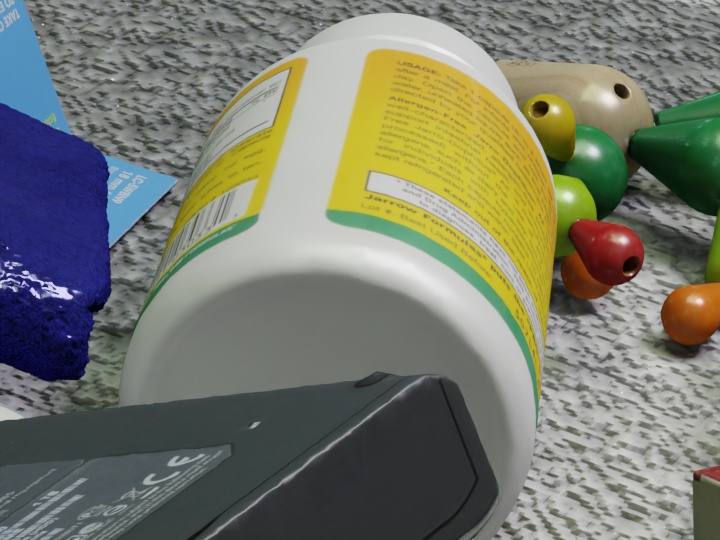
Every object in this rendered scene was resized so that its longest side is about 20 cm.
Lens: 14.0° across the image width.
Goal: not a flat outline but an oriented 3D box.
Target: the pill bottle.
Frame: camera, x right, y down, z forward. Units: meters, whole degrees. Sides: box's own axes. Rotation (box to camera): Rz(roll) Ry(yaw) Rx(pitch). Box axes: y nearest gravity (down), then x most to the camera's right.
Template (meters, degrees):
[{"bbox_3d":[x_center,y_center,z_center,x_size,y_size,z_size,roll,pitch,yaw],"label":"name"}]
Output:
[{"bbox_3d":[0.000,0.000,0.856,0.112,0.113,0.200,9,27,2],"label":"pill bottle"}]

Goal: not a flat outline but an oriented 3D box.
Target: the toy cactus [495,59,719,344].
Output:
[{"bbox_3d":[0.104,-0.048,1.014,0.200,0.102,0.165,-28,33,-36],"label":"toy cactus"}]

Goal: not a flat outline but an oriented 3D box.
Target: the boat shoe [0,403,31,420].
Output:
[{"bbox_3d":[-0.140,0.039,0.790,0.200,0.070,0.072,14,31,18],"label":"boat shoe"}]

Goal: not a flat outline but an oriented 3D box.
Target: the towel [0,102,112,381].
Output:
[{"bbox_3d":[-0.168,-0.031,0.818,0.200,0.050,0.148,22,18,-12],"label":"towel"}]

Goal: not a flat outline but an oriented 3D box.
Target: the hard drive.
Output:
[{"bbox_3d":[-0.091,0.068,0.540,0.200,0.033,0.139,-8,20,45],"label":"hard drive"}]

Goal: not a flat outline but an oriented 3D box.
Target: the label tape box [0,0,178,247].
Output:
[{"bbox_3d":[-0.175,-0.054,0.968,0.200,0.063,0.144,15,29,14],"label":"label tape box"}]

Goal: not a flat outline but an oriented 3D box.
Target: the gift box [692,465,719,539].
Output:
[{"bbox_3d":[0.172,0.128,0.585,0.184,0.187,0.200,-7,11,-22],"label":"gift box"}]
